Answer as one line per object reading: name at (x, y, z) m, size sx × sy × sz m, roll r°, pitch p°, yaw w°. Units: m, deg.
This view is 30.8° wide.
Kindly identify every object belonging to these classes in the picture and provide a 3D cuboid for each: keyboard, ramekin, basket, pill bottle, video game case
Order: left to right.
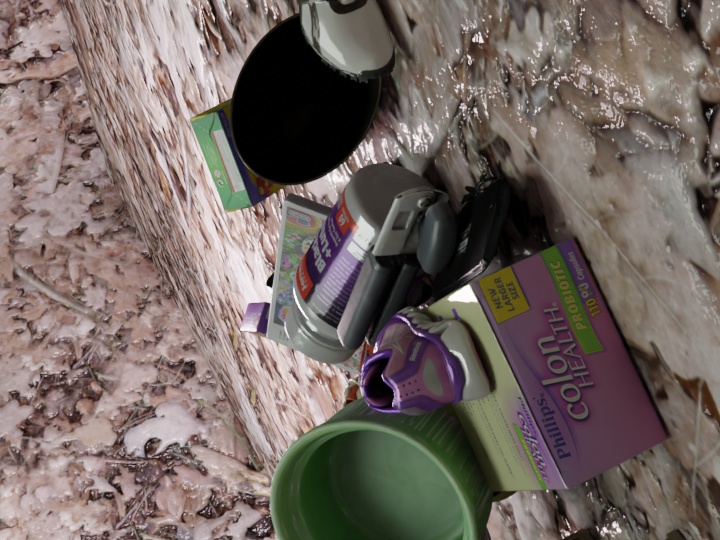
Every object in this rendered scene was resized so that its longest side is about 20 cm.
basket at (-0.061, -0.163, 1.356) m, size 0.136 × 0.181 × 0.200 m, roll 28°, pitch 176°, yaw -4°
video game case at (-0.026, 0.022, 1.411) m, size 0.143 × 0.018 × 0.200 m, roll 21°, pitch 131°, yaw 12°
pill bottle at (0.000, 0.000, 1.293) m, size 0.112 × 0.111 × 0.200 m, roll 58°, pitch 136°, yaw 28°
ramekin at (0.026, 0.211, 1.210) m, size 0.098 × 0.200 × 0.200 m, roll -40°, pitch -69°, yaw -61°
keyboard at (0.106, -0.030, 1.112) m, size 0.200 × 0.040 × 0.104 m, roll 140°, pitch 144°, yaw -78°

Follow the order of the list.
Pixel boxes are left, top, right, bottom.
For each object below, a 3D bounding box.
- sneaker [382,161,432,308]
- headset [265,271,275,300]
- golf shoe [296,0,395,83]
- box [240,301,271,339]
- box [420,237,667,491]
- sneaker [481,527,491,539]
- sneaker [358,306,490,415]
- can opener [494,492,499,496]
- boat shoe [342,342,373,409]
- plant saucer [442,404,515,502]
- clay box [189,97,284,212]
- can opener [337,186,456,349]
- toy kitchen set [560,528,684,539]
sneaker at (0.036, -0.020, 1.407) m, size 0.115 × 0.075 × 0.200 m, roll 33°, pitch 138°, yaw 13°
headset at (-0.023, 0.018, 1.555) m, size 0.200 × 0.123 × 0.094 m, roll -2°, pitch 113°, yaw 49°
golf shoe at (-0.026, -0.267, 1.189) m, size 0.200 × 0.078 × 0.095 m, roll 62°, pitch 165°, yaw 11°
box at (-0.038, 0.084, 1.579) m, size 0.137 × 0.200 × 0.039 m, roll 172°, pitch 115°, yaw -77°
box at (0.142, 0.086, 1.099) m, size 0.176 × 0.097 × 0.200 m, roll 65°, pitch 166°, yaw 5°
sneaker at (0.091, 0.254, 1.340) m, size 0.079 × 0.074 × 0.201 m, roll 1°, pitch -104°, yaw -61°
sneaker at (0.035, 0.084, 1.114) m, size 0.081 × 0.088 × 0.200 m, roll 66°, pitch 167°, yaw -5°
can opener at (0.108, 0.204, 1.268) m, size 0.063 × 0.200 × 0.079 m, roll 39°, pitch -160°, yaw -19°
boat shoe at (0.013, 0.143, 1.336) m, size 0.071 × 0.062 × 0.200 m, roll -25°, pitch 57°, yaw 56°
plant saucer at (0.091, 0.159, 1.367) m, size 0.200 × 0.031 × 0.200 m, roll 24°, pitch 126°, yaw 37°
clay box at (-0.105, -0.157, 1.519) m, size 0.048 × 0.200 × 0.115 m, roll -10°, pitch 108°, yaw 36°
can opener at (0.033, 0.009, 1.172) m, size 0.067 × 0.053 × 0.200 m, roll 63°, pitch 145°, yaw 38°
toy kitchen set at (0.179, 0.289, 1.150) m, size 0.181 × 0.163 × 0.200 m, roll 52°, pitch 160°, yaw 43°
